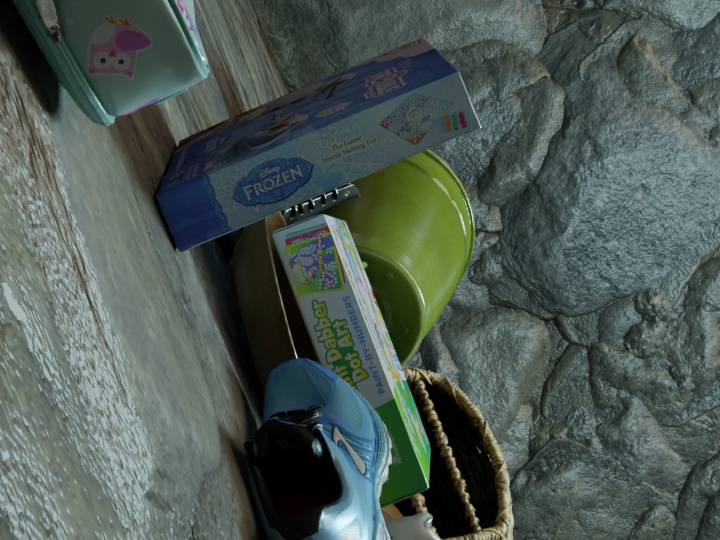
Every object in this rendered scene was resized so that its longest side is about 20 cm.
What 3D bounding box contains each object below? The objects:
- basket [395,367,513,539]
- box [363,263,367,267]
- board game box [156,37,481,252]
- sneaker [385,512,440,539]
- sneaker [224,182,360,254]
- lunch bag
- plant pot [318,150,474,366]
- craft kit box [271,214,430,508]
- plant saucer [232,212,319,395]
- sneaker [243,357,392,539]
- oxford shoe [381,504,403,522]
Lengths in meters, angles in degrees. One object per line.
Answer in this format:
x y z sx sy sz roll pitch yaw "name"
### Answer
0.067 0.191 1.350 0.149 0.142 0.201 66 3 -56 "basket"
-0.010 -0.066 2.105 0.200 0.122 0.193 -109 177 -50 "box"
-0.031 -0.090 0.927 0.200 0.198 0.044 -105 173 -75 "board game box"
0.036 0.235 0.969 0.200 0.087 0.075 68 0 -53 "sneaker"
-0.062 -0.069 1.120 0.200 0.106 0.075 -66 135 -82 "sneaker"
-0.136 -0.167 0.687 0.200 0.077 0.161 -108 177 -57 "lunch bag"
0.000 0.000 1.253 0.193 0.200 0.201 -75 145 -66 "plant pot"
-0.002 0.059 1.026 0.198 0.048 0.201 -22 91 -84 "craft kit box"
-0.055 0.047 1.004 0.200 0.035 0.201 -16 90 -87 "plant saucer"
-0.026 0.107 0.810 0.200 0.078 0.090 -108 173 -57 "sneaker"
0.020 0.209 1.053 0.200 0.071 0.071 64 1 -48 "oxford shoe"
